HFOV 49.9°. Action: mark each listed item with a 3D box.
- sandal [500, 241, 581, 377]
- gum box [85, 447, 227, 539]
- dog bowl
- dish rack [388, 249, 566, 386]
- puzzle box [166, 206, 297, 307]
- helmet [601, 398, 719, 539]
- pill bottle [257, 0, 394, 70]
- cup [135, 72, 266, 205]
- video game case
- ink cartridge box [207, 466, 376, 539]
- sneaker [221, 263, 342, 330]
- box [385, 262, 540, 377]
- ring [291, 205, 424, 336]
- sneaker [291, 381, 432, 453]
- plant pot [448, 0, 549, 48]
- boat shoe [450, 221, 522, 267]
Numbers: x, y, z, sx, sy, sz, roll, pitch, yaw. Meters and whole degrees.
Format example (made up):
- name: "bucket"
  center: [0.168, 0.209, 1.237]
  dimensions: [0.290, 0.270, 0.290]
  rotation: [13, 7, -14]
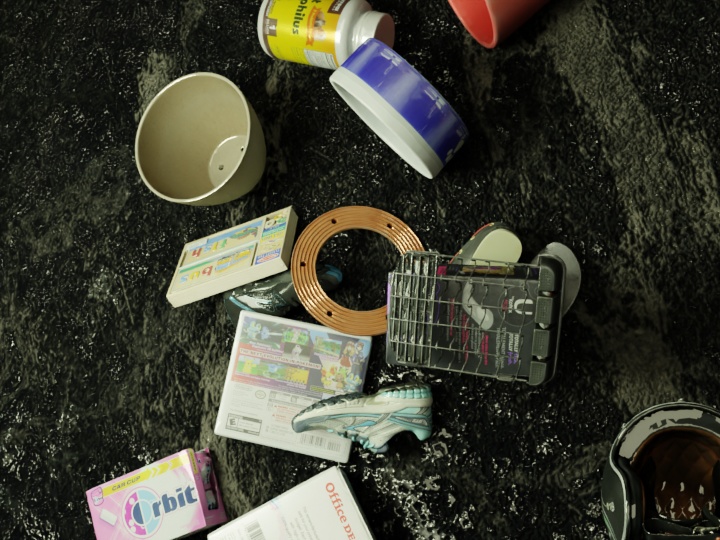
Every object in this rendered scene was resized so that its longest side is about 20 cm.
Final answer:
- name: "sandal"
  center: [0.232, 0.055, 1.032]
  dimensions: [0.076, 0.043, 0.201]
  rotation: [28, 90, 24]
- name: "gum box"
  center: [-0.303, 0.352, 1.164]
  dimensions: [0.199, 0.066, 0.114]
  rotation: [-24, 73, 15]
- name: "dog bowl"
  center: [0.054, -0.224, 1.075]
  dimensions: [0.079, 0.200, 0.200]
  rotation: [-46, 67, 3]
- name: "dish rack"
  center: [0.132, 0.051, 0.904]
  dimensions: [0.198, 0.055, 0.155]
  rotation: [6, 97, 17]
- name: "puzzle box"
  center: [-0.194, -0.022, 1.184]
  dimensions: [0.199, 0.025, 0.134]
  rotation: [-18, 36, 17]
- name: "helmet"
  center: [0.362, 0.254, 0.862]
  dimensions: [0.198, 0.191, 0.201]
  rotation: [8, 120, 14]
- name: "pill bottle"
  center: [-0.052, -0.370, 1.196]
  dimensions: [0.199, 0.109, 0.110]
  rotation: [16, 85, 23]
- name: "cup"
  center: [-0.226, -0.185, 1.207]
  dimensions: [0.199, 0.143, 0.202]
  rotation: [-4, 78, 20]
- name: "video game case"
  center: [-0.096, 0.166, 1.119]
  dimensions: [0.198, 0.023, 0.184]
  rotation: [11, 83, 6]
- name: "ink cartridge box"
  center: [-0.081, 0.377, 1.042]
  dimensions: [0.199, 0.084, 0.145]
  rotation: [-28, 70, -2]
- name: "sneaker"
  center: [-0.114, 0.039, 1.167]
  dimensions: [0.199, 0.073, 0.083]
  rotation: [-10, 94, 23]
- name: "box"
  center: [0.140, 0.058, 0.984]
  dimensions: [0.198, 0.106, 0.123]
  rotation: [4, 99, 16]
- name: "ring"
  center: [0.000, 0.000, 1.107]
  dimensions: [0.199, 0.019, 0.202]
  rotation: [3, 65, -6]
- name: "sneaker"
  center: [0.004, 0.211, 1.056]
  dimensions: [0.198, 0.078, 0.087]
  rotation: [-10, 87, 4]
- name: "plant pot"
  center: [0.210, -0.443, 1.075]
  dimensions: [0.177, 0.200, 0.201]
  rotation: [-30, 69, 2]
- name: "boat shoe"
  center: [0.146, 0.019, 1.068]
  dimensions: [0.073, 0.063, 0.202]
  rotation: [36, 108, -7]
